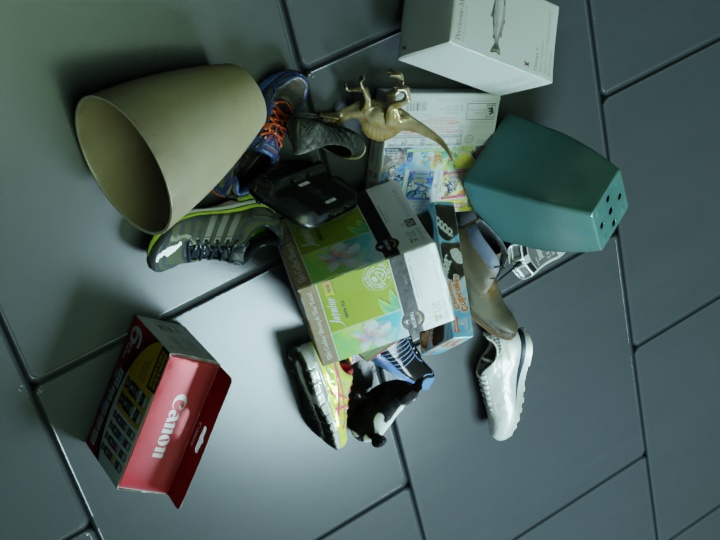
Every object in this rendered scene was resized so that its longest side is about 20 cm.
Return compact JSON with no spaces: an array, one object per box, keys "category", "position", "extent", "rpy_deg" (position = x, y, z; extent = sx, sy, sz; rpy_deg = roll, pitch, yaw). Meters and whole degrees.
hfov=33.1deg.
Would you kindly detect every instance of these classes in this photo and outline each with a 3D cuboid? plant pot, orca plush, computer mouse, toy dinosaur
[{"category":"plant pot","position":[0.285,-0.116,1.800],"extent":[0.142,0.199,0.142],"rpy_deg":[-55,144,-22]},{"category":"orca plush","position":[0.020,0.209,1.844],"extent":[0.071,0.200,0.106],"rpy_deg":[21,71,-16]},{"category":"computer mouse","position":[0.265,-0.025,1.951],"extent":[0.199,0.044,0.110],"rpy_deg":[-34,111,-24]},{"category":"plant pot","position":[-0.219,-0.175,1.515],"extent":[0.199,0.187,0.189],"rpy_deg":[-35,126,-31]},{"category":"toy dinosaur","position":[0.042,-0.221,1.685],"extent":[0.198,0.058,0.102],"rpy_deg":[13,126,4]}]

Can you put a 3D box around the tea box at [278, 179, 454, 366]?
[{"category":"tea box","position":[0.000,0.000,1.675],"extent":[0.195,0.200,0.134],"rpy_deg":[-20,122,-4]}]

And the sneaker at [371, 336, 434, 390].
[{"category":"sneaker","position":[0.057,0.115,1.872],"extent":[0.199,0.070,0.078],"rpy_deg":[33,98,-37]}]

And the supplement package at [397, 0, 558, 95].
[{"category":"supplement package","position":[0.166,-0.333,1.695],"extent":[0.199,0.117,0.118],"rpy_deg":[12,81,-36]}]

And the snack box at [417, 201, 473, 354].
[{"category":"snack box","position":[0.112,0.013,1.772],"extent":[0.037,0.116,0.202],"rpy_deg":[-2,75,-21]}]

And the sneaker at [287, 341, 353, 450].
[{"category":"sneaker","position":[-0.042,0.185,1.838],"extent":[0.090,0.078,0.201],"rpy_deg":[-32,129,-28]}]

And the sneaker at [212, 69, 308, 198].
[{"category":"sneaker","position":[-0.126,-0.176,1.621],"extent":[0.075,0.078,0.201],"rpy_deg":[30,93,-38]}]

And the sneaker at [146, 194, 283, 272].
[{"category":"sneaker","position":[-0.191,-0.042,1.625],"extent":[0.199,0.081,0.074],"rpy_deg":[-23,142,-21]}]

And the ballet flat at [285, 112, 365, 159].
[{"category":"ballet flat","position":[-0.049,-0.172,1.646],"extent":[0.200,0.066,0.057],"rpy_deg":[10,84,-65]}]

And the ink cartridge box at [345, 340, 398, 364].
[{"category":"ink cartridge box","position":[0.006,0.076,1.739],"extent":[0.109,0.200,0.051],"rpy_deg":[-33,126,-16]}]

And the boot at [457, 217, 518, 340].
[{"category":"boot","position":[0.196,0.014,1.849],"extent":[0.200,0.097,0.075],"rpy_deg":[49,36,-9]}]

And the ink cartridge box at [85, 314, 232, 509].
[{"category":"ink cartridge box","position":[-0.272,0.189,1.627],"extent":[0.083,0.175,0.201],"rpy_deg":[16,101,-36]}]

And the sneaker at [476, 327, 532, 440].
[{"category":"sneaker","position":[0.228,0.188,2.022],"extent":[0.080,0.076,0.202],"rpy_deg":[0,106,-20]}]

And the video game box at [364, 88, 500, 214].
[{"category":"video game box","position":[0.106,-0.176,1.790],"extent":[0.198,0.047,0.184],"rpy_deg":[-4,110,-31]}]

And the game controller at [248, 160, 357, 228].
[{"category":"game controller","position":[-0.072,-0.103,1.621],"extent":[0.042,0.104,0.200],"rpy_deg":[-53,172,23]}]
